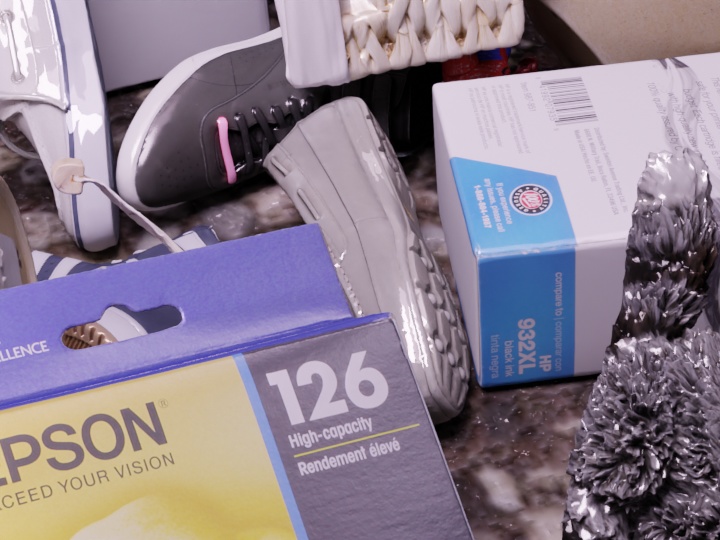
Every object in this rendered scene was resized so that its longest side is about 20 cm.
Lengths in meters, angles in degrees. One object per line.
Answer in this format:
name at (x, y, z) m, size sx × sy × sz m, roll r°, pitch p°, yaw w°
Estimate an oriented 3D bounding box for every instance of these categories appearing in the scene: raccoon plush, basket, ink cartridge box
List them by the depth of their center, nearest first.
ink cartridge box at (-0.061, 0.083, 0.698) m, size 0.197 × 0.047 × 0.201 m, roll -13°, pitch 75°, yaw -27°
raccoon plush at (0.154, 0.062, 0.710) m, size 0.133 × 0.201 × 0.097 m, roll 10°, pitch 13°, yaw 20°
ink cartridge box at (0.142, -0.030, 0.899) m, size 0.199 × 0.084 × 0.145 m, roll -7°, pitch 37°, yaw -2°
basket at (0.011, -0.194, 0.987) m, size 0.123 × 0.136 × 0.200 m, roll -6°, pitch 27°, yaw -3°

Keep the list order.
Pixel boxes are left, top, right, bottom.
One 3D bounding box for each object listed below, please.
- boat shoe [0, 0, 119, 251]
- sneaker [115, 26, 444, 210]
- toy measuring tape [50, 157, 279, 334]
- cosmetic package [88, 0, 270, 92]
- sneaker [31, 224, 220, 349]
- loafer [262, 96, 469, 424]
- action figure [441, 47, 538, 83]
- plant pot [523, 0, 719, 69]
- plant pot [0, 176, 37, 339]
boat shoe at (-0.178, -0.104, 0.972) m, size 0.086 × 0.203 × 0.075 m, roll -11°, pitch -5°, yaw -4°
sneaker at (-0.033, -0.080, 0.993) m, size 0.099 × 0.071 × 0.200 m, roll 21°, pitch 40°, yaw 37°
toy measuring tape at (-0.066, 0.040, 0.784) m, size 0.200 × 0.073 × 0.074 m, roll 41°, pitch 39°, yaw -14°
cosmetic package at (-0.164, -0.227, 1.121) m, size 0.165 × 0.168 × 0.200 m, roll -15°, pitch 37°, yaw -14°
sneaker at (-0.136, 0.014, 0.888) m, size 0.199 × 0.071 × 0.108 m, roll 18°, pitch 32°, yaw 39°
loafer at (0.000, 0.000, 0.897) m, size 0.070 × 0.070 × 0.201 m, roll -28°, pitch 43°, yaw 9°
action figure at (0.073, -0.129, 1.053) m, size 0.051 × 0.066 × 0.200 m, roll -8°, pitch 35°, yaw 14°
plant pot at (0.165, -0.157, 1.002) m, size 0.134 × 0.200 × 0.200 m, roll -42°, pitch 44°, yaw -1°
plant pot at (-0.237, 0.024, 0.771) m, size 0.199 × 0.188 × 0.188 m, roll -11°, pitch 37°, yaw 1°
